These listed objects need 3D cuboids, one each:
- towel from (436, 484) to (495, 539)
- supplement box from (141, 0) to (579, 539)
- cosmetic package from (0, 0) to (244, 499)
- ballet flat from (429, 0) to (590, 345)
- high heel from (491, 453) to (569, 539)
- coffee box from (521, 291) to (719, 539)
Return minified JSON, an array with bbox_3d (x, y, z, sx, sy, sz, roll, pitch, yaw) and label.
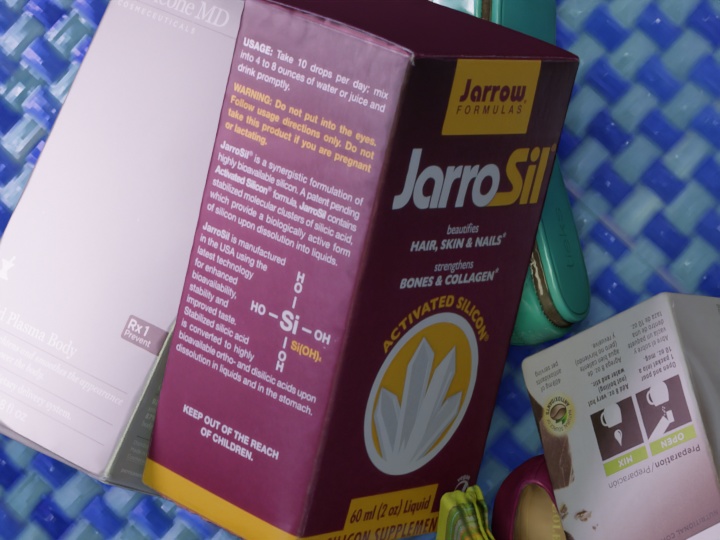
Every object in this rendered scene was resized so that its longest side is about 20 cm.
[{"bbox_3d":[0.074,0.180,0.982,0.018,0.086,0.200,-17,53,-15],"label":"towel"},{"bbox_3d":[0.000,0.000,1.008,0.086,0.110,0.200,24,108,36],"label":"supplement box"},{"bbox_3d":[-0.076,-0.015,1.066,0.107,0.090,0.200,22,91,35],"label":"cosmetic package"},{"bbox_3d":[0.047,-0.067,1.075,0.070,0.067,0.200,-10,81,25],"label":"ballet flat"},{"bbox_3d":[0.079,0.173,1.028,0.067,0.096,0.200,-10,82,16],"label":"high heel"},{"bbox_3d":[0.146,0.117,0.988,0.080,0.113,0.200,-29,65,38],"label":"coffee box"}]
